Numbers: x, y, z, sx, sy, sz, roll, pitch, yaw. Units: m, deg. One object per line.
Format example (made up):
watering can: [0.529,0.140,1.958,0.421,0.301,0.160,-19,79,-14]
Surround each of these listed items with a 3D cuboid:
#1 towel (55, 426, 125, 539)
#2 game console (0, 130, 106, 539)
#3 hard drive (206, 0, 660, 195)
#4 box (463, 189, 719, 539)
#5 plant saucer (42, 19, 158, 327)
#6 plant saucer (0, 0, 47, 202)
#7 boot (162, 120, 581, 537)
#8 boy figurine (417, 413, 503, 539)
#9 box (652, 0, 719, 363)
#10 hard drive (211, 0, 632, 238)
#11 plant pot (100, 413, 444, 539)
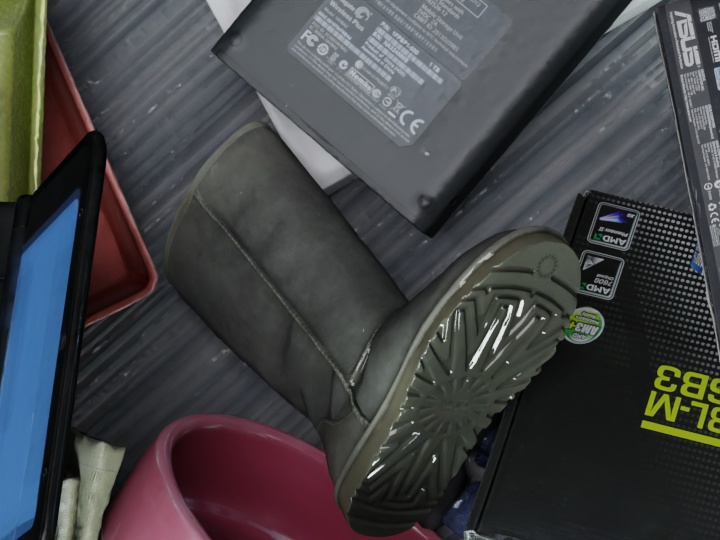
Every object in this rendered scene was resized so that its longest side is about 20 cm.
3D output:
towel: [-0.167,0.161,1.350,0.034,0.193,0.201,17,86,-16]
game console: [-0.192,0.046,1.293,0.175,0.116,0.201,2,70,12]
hard drive: [0.034,-0.141,1.418,0.200,0.027,0.132,-30,78,8]
box: [0.167,0.072,1.311,0.199,0.048,0.193,15,56,12]
plant saucer: [-0.219,-0.036,1.455,0.199,0.037,0.200,-26,80,8]
plant saucer: [-0.243,-0.048,1.419,0.199,0.048,0.200,0,83,12]
boot: [-0.001,-0.001,1.337,0.182,0.072,0.200,-52,43,22]
boy figurine: [0.123,0.130,1.341,0.200,0.064,0.124,27,68,17]
box: [0.226,-0.049,1.315,0.161,0.049,0.200,-15,55,11]
hard drive: [0.045,-0.136,1.385,0.140,0.033,0.200,41,93,13]
plant pot: [-0.056,0.194,1.324,0.200,0.200,0.179,41,108,13]
